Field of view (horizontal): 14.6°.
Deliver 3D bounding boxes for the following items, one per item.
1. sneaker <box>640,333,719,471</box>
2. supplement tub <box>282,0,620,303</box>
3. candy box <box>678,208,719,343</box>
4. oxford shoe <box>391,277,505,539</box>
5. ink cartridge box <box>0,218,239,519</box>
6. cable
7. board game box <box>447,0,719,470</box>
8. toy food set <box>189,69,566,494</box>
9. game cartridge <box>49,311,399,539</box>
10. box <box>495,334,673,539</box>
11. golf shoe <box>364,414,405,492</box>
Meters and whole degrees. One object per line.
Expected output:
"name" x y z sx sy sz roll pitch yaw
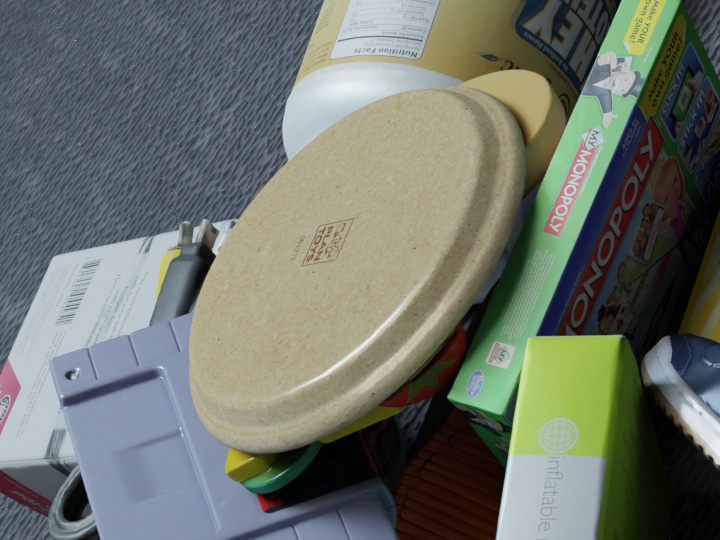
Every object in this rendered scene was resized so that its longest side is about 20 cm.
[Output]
"sneaker" 0.190 0.049 1.109 0.109 0.070 0.200 -51 29 6
"supplement tub" 0.045 -0.099 1.409 0.144 0.144 0.201 -16 48 50
"candy box" 0.202 -0.043 1.231 0.102 0.026 0.201 -16 47 54
"oxford shoe" 0.055 0.089 1.300 0.201 0.071 0.073 -63 7 -17
"ink cartridge box" -0.118 0.060 1.564 0.200 0.085 0.146 -11 52 56
"cable" -0.083 0.056 1.394 0.097 0.050 0.201 1 61 34
"board game box" 0.108 -0.003 1.229 0.029 0.135 0.201 16 72 27
"toy food set" 0.000 0.000 1.235 0.198 0.049 0.201 -25 38 35
"game cartridge" -0.062 0.086 1.279 0.129 0.038 0.200 -22 38 -3
"box" 0.086 0.141 1.122 0.047 0.122 0.201 0 54 17
"golf shoe" -0.020 0.088 1.387 0.072 0.092 0.200 -36 23 -12
